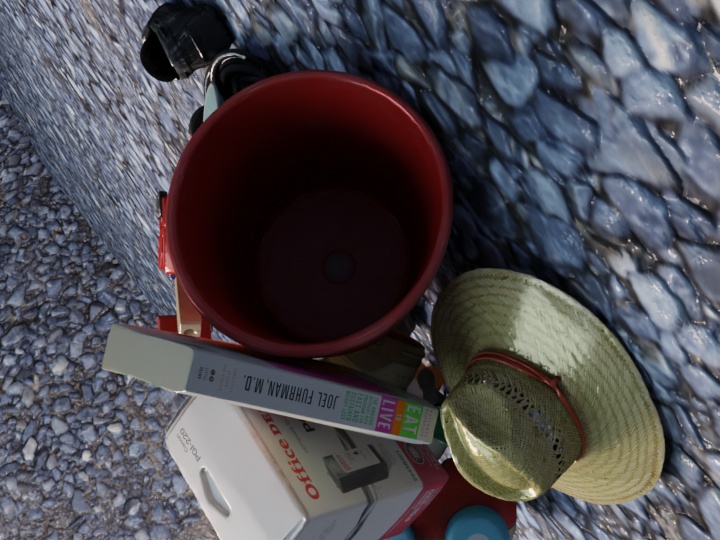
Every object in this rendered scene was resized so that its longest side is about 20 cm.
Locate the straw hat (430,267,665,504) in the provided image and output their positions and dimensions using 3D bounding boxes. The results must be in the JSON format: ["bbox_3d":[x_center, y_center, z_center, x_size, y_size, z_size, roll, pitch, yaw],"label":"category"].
[{"bbox_3d":[0.104,0.106,0.731,0.199,0.085,0.203,30,141,27],"label":"straw hat"}]

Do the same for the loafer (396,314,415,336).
[{"bbox_3d":[0.000,0.000,0.983,0.071,0.063,0.202,30,149,45],"label":"loafer"}]

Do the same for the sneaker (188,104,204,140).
[{"bbox_3d":[-0.124,-0.083,1.147,0.202,0.073,0.087,56,166,-9],"label":"sneaker"}]

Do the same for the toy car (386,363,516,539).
[{"bbox_3d":[0.064,0.178,1.059,0.184,0.173,0.204,-41,-53,-85],"label":"toy car"}]

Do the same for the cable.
[{"bbox_3d":[-0.098,-0.111,0.982,0.166,0.050,0.200,68,158,12],"label":"cable"}]

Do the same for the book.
[{"bbox_3d":[-0.060,0.077,0.737,0.198,0.049,0.133,18,173,-35],"label":"book"}]

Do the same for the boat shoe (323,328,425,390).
[{"bbox_3d":[-0.026,0.032,0.928,0.200,0.064,0.073,43,-158,29],"label":"boat shoe"}]

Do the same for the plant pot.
[{"bbox_3d":[-0.027,-0.021,0.795,0.201,0.200,0.178,50,175,14],"label":"plant pot"}]

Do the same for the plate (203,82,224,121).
[{"bbox_3d":[-0.118,-0.060,0.931,0.200,0.025,0.204,178,90,-76],"label":"plate"}]

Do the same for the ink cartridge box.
[{"bbox_3d":[-0.041,0.153,0.874,0.198,0.085,0.146,-2,-133,-52],"label":"ink cartridge box"}]

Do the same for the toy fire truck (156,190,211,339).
[{"bbox_3d":[-0.148,0.007,0.909,0.200,0.048,0.144,-171,79,-78],"label":"toy fire truck"}]

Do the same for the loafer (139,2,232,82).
[{"bbox_3d":[-0.186,-0.220,1.043,0.069,0.070,0.200,60,164,-21],"label":"loafer"}]

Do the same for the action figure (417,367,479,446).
[{"bbox_3d":[0.098,0.133,0.932,0.116,0.056,0.200,2,159,18],"label":"action figure"}]
